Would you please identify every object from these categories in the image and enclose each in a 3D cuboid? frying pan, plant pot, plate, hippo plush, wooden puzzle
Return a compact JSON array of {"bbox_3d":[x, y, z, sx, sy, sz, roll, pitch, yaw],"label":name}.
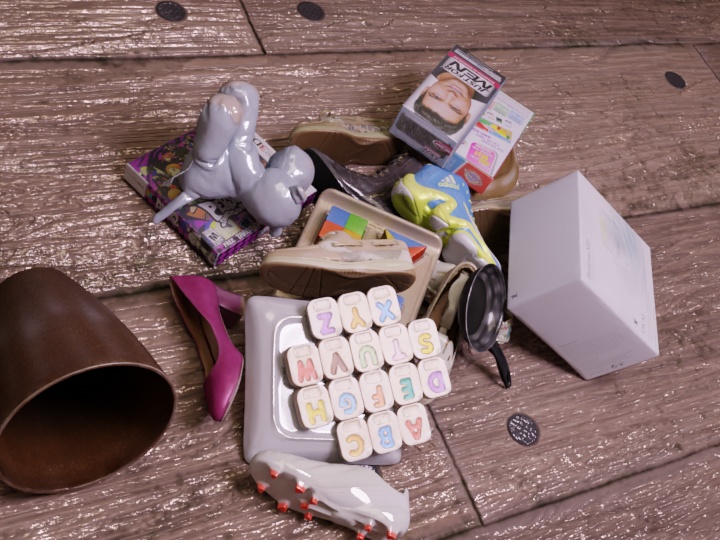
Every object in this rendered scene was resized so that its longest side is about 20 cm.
[{"bbox_3d":[0.172,0.065,1.218,0.031,0.190,0.115,8,65,32],"label":"frying pan"},{"bbox_3d":[-0.320,0.096,0.979,0.186,0.187,0.200,-13,47,-31],"label":"plant pot"},{"bbox_3d":[0.172,-0.199,1.501,0.199,0.028,0.201,12,51,-15],"label":"plant pot"},{"bbox_3d":[-0.040,0.131,1.113,0.199,0.032,0.200,5,75,-21],"label":"plate"},{"bbox_3d":[-0.135,-0.134,1.178,0.160,0.159,0.200,28,49,-2],"label":"hippo plush"},{"bbox_3d":[0.000,0.000,1.224,0.185,0.046,0.201,24,64,-1],"label":"wooden puzzle"}]

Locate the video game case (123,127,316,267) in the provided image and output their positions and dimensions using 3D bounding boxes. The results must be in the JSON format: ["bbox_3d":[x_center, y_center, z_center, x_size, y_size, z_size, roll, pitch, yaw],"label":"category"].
[{"bbox_3d":[-0.189,-0.118,1.271,0.181,0.036,0.200,44,50,12],"label":"video game case"}]

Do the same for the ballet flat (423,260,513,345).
[{"bbox_3d":[0.132,0.028,1.290,0.200,0.064,0.076,35,48,4],"label":"ballet flat"}]

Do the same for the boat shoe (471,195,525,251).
[{"bbox_3d":[0.203,-0.077,1.405,0.199,0.072,0.065,-12,25,-18],"label":"boat shoe"}]

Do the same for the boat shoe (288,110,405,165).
[{"bbox_3d":[-0.026,-0.197,1.387,0.199,0.073,0.063,0,49,-37],"label":"boat shoe"}]

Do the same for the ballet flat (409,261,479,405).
[{"bbox_3d":[0.103,0.075,1.202,0.067,0.062,0.201,21,70,2],"label":"ballet flat"}]

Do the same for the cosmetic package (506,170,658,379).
[{"bbox_3d":[0.311,0.008,1.297,0.200,0.123,0.200,37,43,-30],"label":"cosmetic package"}]

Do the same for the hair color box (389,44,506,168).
[{"bbox_3d":[0.136,-0.254,1.413,0.099,0.061,0.200,34,50,3],"label":"hair color box"}]

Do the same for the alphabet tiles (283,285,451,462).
[{"bbox_3d":[0.011,0.120,1.107,0.199,0.015,0.196,-10,83,-24],"label":"alphabet tiles"}]

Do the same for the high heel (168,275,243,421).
[{"bbox_3d":[-0.191,0.089,1.096,0.096,0.068,0.200,19,35,-21],"label":"high heel"}]

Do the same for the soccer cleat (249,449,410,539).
[{"bbox_3d":[-0.034,0.247,1.056,0.199,0.069,0.078,28,44,-12],"label":"soccer cleat"}]

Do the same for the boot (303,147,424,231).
[{"bbox_3d":[0.023,-0.130,1.362,0.200,0.069,0.174,46,49,1],"label":"boot"}]

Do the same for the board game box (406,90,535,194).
[{"bbox_3d":[0.176,-0.230,1.480,0.153,0.040,0.200,35,49,3],"label":"board game box"}]

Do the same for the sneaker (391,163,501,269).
[{"bbox_3d":[0.141,-0.074,1.307,0.200,0.076,0.105,45,60,-5],"label":"sneaker"}]

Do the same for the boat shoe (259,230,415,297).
[{"bbox_3d":[-0.030,-0.012,1.153,0.199,0.072,0.065,1,59,-19],"label":"boat shoe"}]
